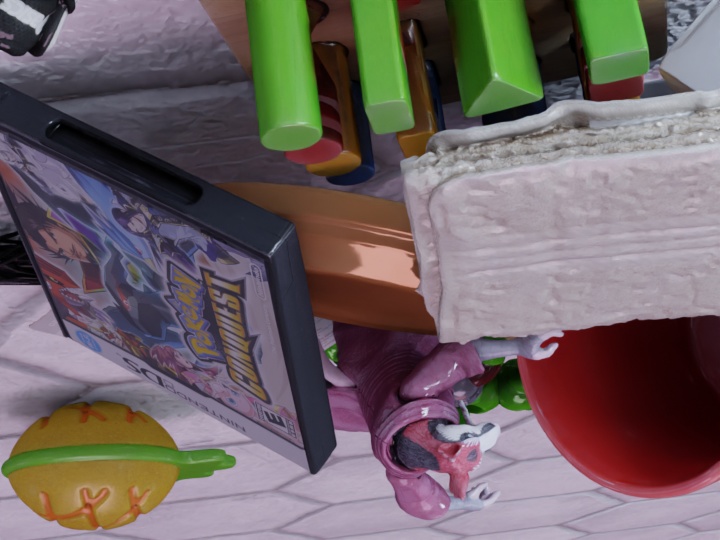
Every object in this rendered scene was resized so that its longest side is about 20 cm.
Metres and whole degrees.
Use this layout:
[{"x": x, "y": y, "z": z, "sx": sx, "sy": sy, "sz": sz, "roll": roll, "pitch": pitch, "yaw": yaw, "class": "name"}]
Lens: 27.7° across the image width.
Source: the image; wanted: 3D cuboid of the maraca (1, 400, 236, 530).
[{"x": -0.206, "y": 0.167, "z": 1.244, "sx": 0.199, "sy": 0.108, "sz": 0.137, "roll": 5, "pitch": 164, "yaw": -31, "class": "maraca"}]

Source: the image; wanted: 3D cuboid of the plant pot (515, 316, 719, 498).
[{"x": 0.233, "y": 0.042, "z": 0.974, "sx": 0.177, "sy": 0.202, "sz": 0.200, "roll": -3, "pitch": 163, "yaw": -44, "class": "plant pot"}]

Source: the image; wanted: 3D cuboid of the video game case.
[{"x": -0.100, "y": 0.009, "z": 0.738, "sx": 0.180, "sy": 0.026, "sz": 0.200, "roll": 26, "pitch": 151, "yaw": 22, "class": "video game case"}]

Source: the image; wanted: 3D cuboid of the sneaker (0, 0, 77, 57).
[{"x": -0.108, "y": -0.120, "z": 0.515, "sx": 0.199, "sy": 0.088, "sz": 0.075, "roll": -22, "pitch": 154, "yaw": 31, "class": "sneaker"}]

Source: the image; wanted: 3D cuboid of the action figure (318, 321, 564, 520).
[{"x": 0.024, "y": 0.068, "z": 0.844, "sx": 0.148, "sy": 0.135, "sz": 0.200, "roll": 11, "pitch": -166, "yaw": -12, "class": "action figure"}]

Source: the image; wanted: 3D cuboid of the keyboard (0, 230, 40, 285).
[{"x": -0.209, "y": -0.010, "z": 0.872, "sx": 0.199, "sy": 0.040, "sz": 0.104, "roll": 0, "pitch": 178, "yaw": -38, "class": "keyboard"}]

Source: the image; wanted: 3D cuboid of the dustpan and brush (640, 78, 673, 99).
[{"x": 0.154, "y": -0.079, "z": 0.741, "sx": 0.199, "sy": 0.058, "sz": 0.140, "roll": -10, "pitch": -164, "yaw": 4, "class": "dustpan and brush"}]

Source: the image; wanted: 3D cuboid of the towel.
[{"x": 0.119, "y": -0.021, "z": 0.619, "sx": 0.199, "sy": 0.035, "sz": 0.133, "roll": -5, "pitch": 146, "yaw": 4, "class": "towel"}]

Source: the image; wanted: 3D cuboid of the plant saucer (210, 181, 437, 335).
[{"x": 0.000, "y": 0.000, "z": 0.752, "sx": 0.199, "sy": 0.038, "sz": 0.200, "roll": 10, "pitch": 171, "yaw": 2, "class": "plant saucer"}]

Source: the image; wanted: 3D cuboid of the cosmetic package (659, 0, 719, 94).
[{"x": 0.229, "y": -0.066, "z": 0.695, "sx": 0.102, "sy": 0.074, "sz": 0.200, "roll": -46, "pitch": 141, "yaw": 2, "class": "cosmetic package"}]

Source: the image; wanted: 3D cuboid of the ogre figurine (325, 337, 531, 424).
[{"x": 0.070, "y": 0.073, "z": 1.108, "sx": 0.199, "sy": 0.099, "sz": 0.120, "roll": -18, "pitch": 149, "yaw": -4, "class": "ogre figurine"}]

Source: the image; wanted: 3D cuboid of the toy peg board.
[{"x": 0.041, "y": -0.089, "z": 0.641, "sx": 0.199, "sy": 0.098, "sz": 0.199, "roll": -10, "pitch": 160, "yaw": 9, "class": "toy peg board"}]

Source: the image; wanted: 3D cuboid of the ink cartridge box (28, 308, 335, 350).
[{"x": -0.081, "y": 0.005, "z": 0.909, "sx": 0.199, "sy": 0.050, "sz": 0.161, "roll": 20, "pitch": 138, "yaw": -42, "class": "ink cartridge box"}]
